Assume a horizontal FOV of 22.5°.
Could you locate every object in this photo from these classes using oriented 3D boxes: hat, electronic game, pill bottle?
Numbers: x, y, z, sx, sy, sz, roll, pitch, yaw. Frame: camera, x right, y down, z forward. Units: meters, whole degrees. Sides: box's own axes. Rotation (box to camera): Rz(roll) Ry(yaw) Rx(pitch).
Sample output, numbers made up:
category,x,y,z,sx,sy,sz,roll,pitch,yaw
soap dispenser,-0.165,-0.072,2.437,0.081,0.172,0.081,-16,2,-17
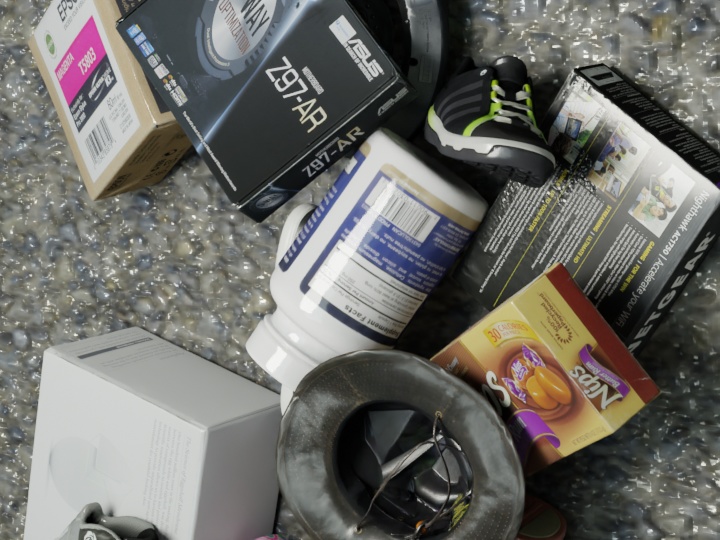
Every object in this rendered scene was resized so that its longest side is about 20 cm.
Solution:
category,x,y,z,sx,sy,sz,roll,pitch,yaw
hat,0.041,0.141,1.369,0.200,0.081,0.201,7,107,23
electronic game,-0.004,-0.189,1.452,0.200,0.042,0.201,13,108,45
pill bottle,0.000,0.000,1.395,0.111,0.111,0.200,40,100,26

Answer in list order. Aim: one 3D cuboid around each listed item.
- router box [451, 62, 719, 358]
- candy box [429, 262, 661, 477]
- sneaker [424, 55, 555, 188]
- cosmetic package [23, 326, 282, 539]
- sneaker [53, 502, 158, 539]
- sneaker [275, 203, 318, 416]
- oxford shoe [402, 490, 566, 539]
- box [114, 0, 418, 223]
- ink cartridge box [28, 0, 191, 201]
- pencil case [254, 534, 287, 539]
category,x,y,z,sx,sy,sz,roll,pitch,yaw
router box,0.173,-0.028,1.336,0.149,0.051,0.200,43,122,22
candy box,0.125,0.080,1.327,0.117,0.056,0.200,53,154,3
sneaker,0.094,-0.118,1.319,0.083,0.072,0.200,-69,19,8
cosmetic package,-0.182,0.183,1.616,0.200,0.123,0.200,23,113,34
sneaker,-0.191,0.279,1.521,0.200,0.075,0.116,49,123,21
sneaker,-0.006,0.047,1.490,0.112,0.073,0.201,13,115,33
oxford shoe,0.066,0.201,1.448,0.200,0.071,0.074,22,126,27
box,-0.075,-0.162,1.388,0.160,0.044,0.200,-38,67,9
ink cartridge box,-0.203,-0.171,1.554,0.165,0.075,0.200,66,152,8
pencil case,-0.020,0.284,1.533,0.200,0.087,0.088,13,107,35
